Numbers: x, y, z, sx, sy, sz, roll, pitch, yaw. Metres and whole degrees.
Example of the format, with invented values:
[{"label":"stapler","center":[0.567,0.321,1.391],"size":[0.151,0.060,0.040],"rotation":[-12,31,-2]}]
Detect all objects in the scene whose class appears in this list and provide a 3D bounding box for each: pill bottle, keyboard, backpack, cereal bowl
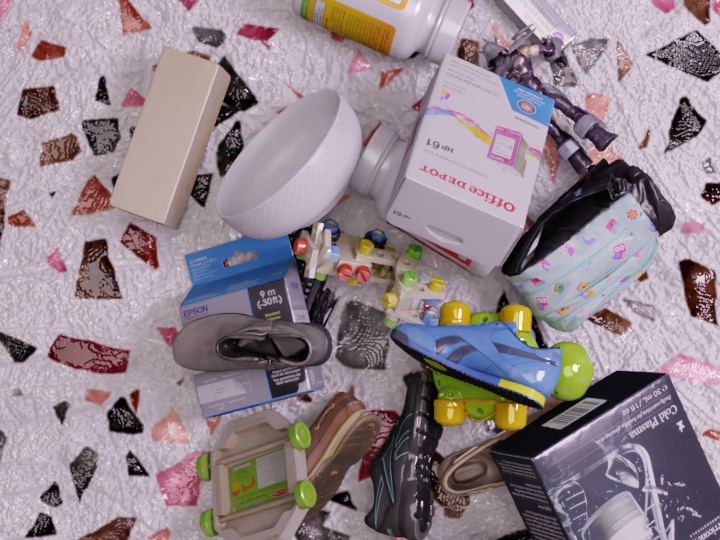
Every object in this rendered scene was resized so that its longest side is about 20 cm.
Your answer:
[{"label":"pill bottle","center":[0.027,-0.321,1.481],"size":[0.198,0.111,0.112],"rotation":[24,88,2]},{"label":"pill bottle","center":[0.090,-0.086,1.469],"size":[0.199,0.112,0.113],"rotation":[31,88,2]},{"label":"keyboard","center":[-0.079,0.039,1.504],"size":[0.103,0.040,0.202],"rotation":[20,89,3]},{"label":"backpack","center":[0.264,-0.029,1.446],"size":[0.200,0.167,0.127],"rotation":[-41,92,5]},{"label":"cereal bowl","center":[-0.071,-0.112,1.446],"size":[0.200,0.200,0.083],"rotation":[-47,115,-1]}]

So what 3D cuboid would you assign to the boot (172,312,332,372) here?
[{"label":"boot","center":[-0.135,0.080,1.372],"size":[0.197,0.131,0.069],"rotation":[-2,87,15]}]

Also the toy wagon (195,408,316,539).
[{"label":"toy wagon","center":[-0.120,0.268,1.447],"size":[0.154,0.039,0.203],"rotation":[-21,62,28]}]

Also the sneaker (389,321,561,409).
[{"label":"sneaker","center":[0.131,0.087,1.390],"size":[0.198,0.066,0.079],"rotation":[19,78,23]}]

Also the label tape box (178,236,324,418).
[{"label":"label tape box","center":[-0.137,0.061,1.474],"size":[0.142,0.066,0.203],"rotation":[-15,86,15]}]

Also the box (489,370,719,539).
[{"label":"box","center":[0.286,0.247,1.413],"size":[0.198,0.124,0.198],"rotation":[-28,97,-17]}]

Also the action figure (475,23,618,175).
[{"label":"action figure","center":[0.213,-0.205,1.483],"size":[0.200,0.069,0.130],"rotation":[46,120,2]}]

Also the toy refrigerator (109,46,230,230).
[{"label":"toy refrigerator","center":[-0.229,-0.158,1.503],"size":[0.075,0.070,0.202],"rotation":[18,87,9]}]

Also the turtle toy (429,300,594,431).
[{"label":"turtle toy","center":[0.173,0.114,1.454],"size":[0.197,0.101,0.148],"rotation":[2,84,22]}]

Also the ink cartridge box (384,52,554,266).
[{"label":"ink cartridge box","center":[0.124,-0.124,1.383],"size":[0.143,0.085,0.202],"rotation":[22,55,-4]}]

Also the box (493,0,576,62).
[{"label":"box","center":[0.181,-0.343,1.515],"size":[0.039,0.041,0.200],"rotation":[-42,87,-1]}]

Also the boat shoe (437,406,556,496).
[{"label":"boat shoe","center":[0.188,0.222,1.478],"size":[0.198,0.065,0.072],"rotation":[-25,87,0]}]

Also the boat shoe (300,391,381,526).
[{"label":"boat shoe","center":[-0.059,0.233,1.488],"size":[0.201,0.072,0.068],"rotation":[-51,54,7]}]

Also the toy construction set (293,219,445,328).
[{"label":"toy construction set","center":[0.000,0.000,1.441],"size":[0.198,0.132,0.092],"rotation":[23,122,-27]}]

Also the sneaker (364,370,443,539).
[{"label":"sneaker","center":[0.049,0.217,1.476],"size":[0.078,0.075,0.203],"rotation":[0,72,29]}]
